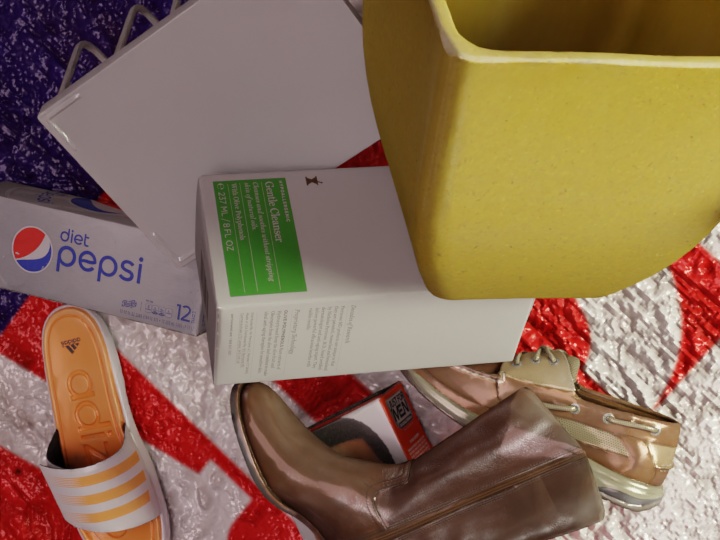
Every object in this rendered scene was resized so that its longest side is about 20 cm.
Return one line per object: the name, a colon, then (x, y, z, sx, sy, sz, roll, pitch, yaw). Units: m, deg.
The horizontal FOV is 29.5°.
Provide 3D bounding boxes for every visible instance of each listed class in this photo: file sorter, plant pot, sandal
file sorter: (-0.081, -0.130, 0.888, 0.199, 0.125, 0.139, -31, 119, 18)
plant pot: (0.100, -0.093, 0.756, 0.193, 0.196, 0.202, -1, 135, -14)
sandal: (-0.205, 0.131, 1.009, 0.078, 0.059, 0.210, -16, 92, 18)

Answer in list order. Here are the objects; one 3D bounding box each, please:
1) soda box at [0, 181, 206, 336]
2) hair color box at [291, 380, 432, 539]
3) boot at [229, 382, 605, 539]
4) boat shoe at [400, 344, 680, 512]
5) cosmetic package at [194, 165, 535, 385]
soda box: (-0.189, -0.012, 0.984, 0.197, 0.063, 0.069, 12, 102, 15)
hair color box: (0.024, 0.192, 0.948, 0.101, 0.061, 0.202, -27, 88, 19)
boot: (0.038, 0.110, 0.860, 0.199, 0.064, 0.187, -29, 102, 25)
boat shoe: (0.119, 0.083, 0.904, 0.198, 0.076, 0.073, 27, 100, 3)
cosmetic package: (0.000, 0.000, 0.856, 0.197, 0.085, 0.109, -6, 52, -12)
